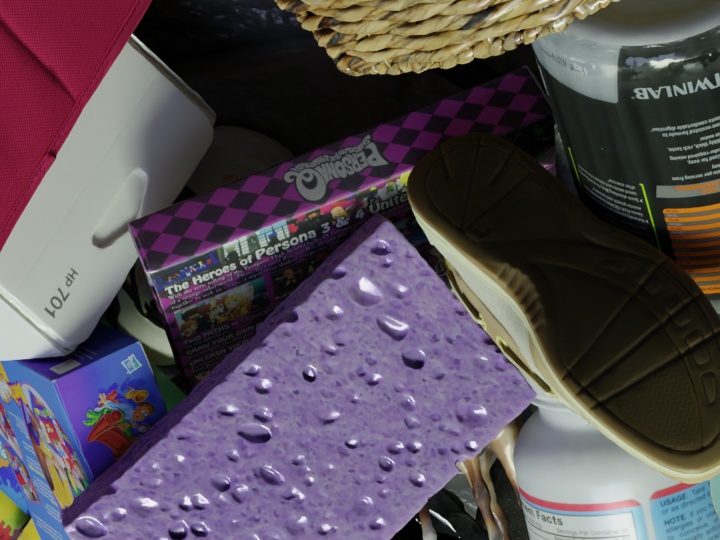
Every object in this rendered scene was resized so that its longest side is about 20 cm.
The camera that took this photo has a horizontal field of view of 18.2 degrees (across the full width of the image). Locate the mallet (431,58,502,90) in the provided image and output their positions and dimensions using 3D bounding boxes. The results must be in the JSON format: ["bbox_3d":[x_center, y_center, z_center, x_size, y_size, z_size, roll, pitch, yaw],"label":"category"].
[{"bbox_3d":[0.003,-0.113,1.047,0.200,0.041,0.066,35,140,-27],"label":"mallet"}]

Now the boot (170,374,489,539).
[{"bbox_3d":[-0.024,0.118,1.239,0.165,0.066,0.200,26,179,-17],"label":"boot"}]

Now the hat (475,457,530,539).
[{"bbox_3d":[0.161,0.148,1.255,0.200,0.201,0.081,18,-176,0],"label":"hat"}]

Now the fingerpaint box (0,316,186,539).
[{"bbox_3d":[-0.210,0.083,1.307,0.167,0.073,0.200,43,142,3],"label":"fingerpaint box"}]

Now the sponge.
[{"bbox_3d":[-0.027,0.083,1.009,0.112,0.200,0.030,48,175,-18],"label":"sponge"}]

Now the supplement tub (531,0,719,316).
[{"bbox_3d":[0.146,-0.066,0.970,0.122,0.123,0.200,1,140,22],"label":"supplement tub"}]

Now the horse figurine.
[{"bbox_3d":[0.058,0.089,1.126,0.050,0.133,0.200,-21,162,19],"label":"horse figurine"}]

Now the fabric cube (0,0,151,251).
[{"bbox_3d":[-0.242,-0.122,0.982,0.196,0.200,0.199,-6,137,41],"label":"fabric cube"}]

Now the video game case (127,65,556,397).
[{"bbox_3d":[0.000,0.000,1.081,0.200,0.036,0.181,-22,149,-6],"label":"video game case"}]

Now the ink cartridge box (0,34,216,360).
[{"bbox_3d":[-0.184,-0.034,1.095,0.086,0.147,0.200,44,150,-26],"label":"ink cartridge box"}]

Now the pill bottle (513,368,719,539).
[{"bbox_3d":[0.134,0.121,1.081,0.109,0.109,0.200,-5,106,28],"label":"pill bottle"}]

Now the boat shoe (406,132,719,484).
[{"bbox_3d":[0.097,0.020,0.962,0.200,0.074,0.066,51,170,34],"label":"boat shoe"}]

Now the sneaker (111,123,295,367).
[{"bbox_3d":[-0.096,0.004,1.199,0.074,0.080,0.200,21,145,-7],"label":"sneaker"}]

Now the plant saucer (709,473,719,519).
[{"bbox_3d":[0.242,0.050,1.026,0.036,0.200,0.200,38,158,38],"label":"plant saucer"}]

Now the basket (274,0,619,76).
[{"bbox_3d":[0.029,-0.176,0.864,0.200,0.143,0.149,-16,132,37],"label":"basket"}]

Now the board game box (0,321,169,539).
[{"bbox_3d":[-0.133,0.090,1.102,0.200,0.045,0.135,16,128,66],"label":"board game box"}]

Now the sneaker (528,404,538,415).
[{"bbox_3d":[0.187,0.087,1.146,0.200,0.116,0.075,13,102,-4],"label":"sneaker"}]
